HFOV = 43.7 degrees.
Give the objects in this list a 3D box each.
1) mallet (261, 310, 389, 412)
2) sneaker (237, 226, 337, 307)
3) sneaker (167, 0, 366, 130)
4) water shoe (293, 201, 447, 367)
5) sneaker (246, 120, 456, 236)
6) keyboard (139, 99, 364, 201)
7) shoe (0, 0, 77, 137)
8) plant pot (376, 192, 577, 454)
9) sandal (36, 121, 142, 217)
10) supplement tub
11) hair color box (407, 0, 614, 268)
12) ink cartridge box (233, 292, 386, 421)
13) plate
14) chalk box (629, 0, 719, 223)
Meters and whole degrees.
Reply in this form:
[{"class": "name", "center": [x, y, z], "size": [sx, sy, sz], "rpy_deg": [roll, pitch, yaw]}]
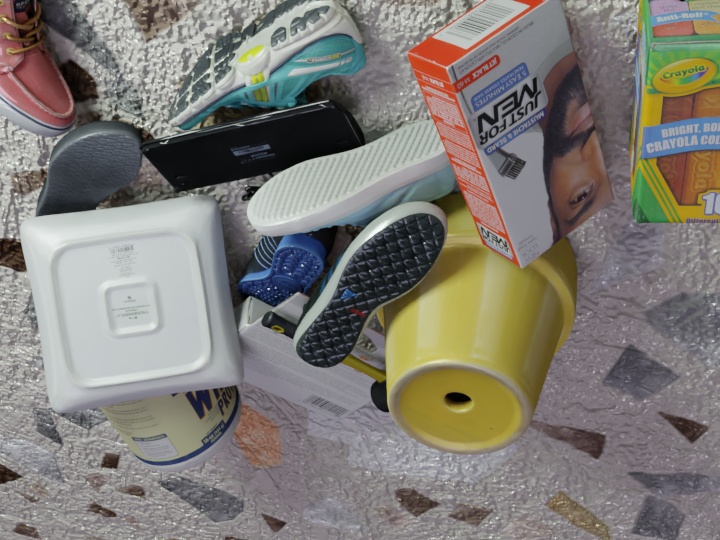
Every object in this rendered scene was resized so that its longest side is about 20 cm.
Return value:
[{"class": "mallet", "center": [-0.022, 0.095, 0.937], "size": [0.199, 0.041, 0.066], "rpy_deg": [25, 138, -22]}, {"class": "sneaker", "center": [-0.069, -0.019, 0.915], "size": [0.070, 0.078, 0.200], "rpy_deg": [26, 155, -14]}, {"class": "sneaker", "center": [-0.086, -0.163, 0.777], "size": [0.199, 0.078, 0.080], "rpy_deg": [-19, 134, 29]}, {"class": "water shoe", "center": [0.000, 0.000, 0.819], "size": [0.071, 0.079, 0.200], "rpy_deg": [31, 117, -22]}, {"class": "sneaker", "center": [0.000, -0.061, 0.806], "size": [0.199, 0.074, 0.082], "rpy_deg": [-19, 134, -4]}, {"class": "keyboard", "center": [-0.091, -0.105, 0.839], "size": [0.199, 0.021, 0.127], "rpy_deg": [-9, 149, 16]}, {"class": "shoe", "center": [-0.309, -0.211, 0.788], "size": [0.091, 0.072, 0.200], "rpy_deg": [-19, 121, 36]}, {"class": "plant pot", "center": [0.103, 0.060, 0.853], "size": [0.199, 0.189, 0.202], "rpy_deg": [7, 133, 8]}, {"class": "sandal", "center": [-0.277, -0.099, 0.891], "size": [0.076, 0.043, 0.200], "rpy_deg": [18, 149, -31]}, {"class": "supplement tub", "center": [-0.235, 0.117, 1.023], "size": [0.144, 0.145, 0.201], "rpy_deg": [-6, 131, 20]}, {"class": "hair color box", "center": [0.128, -0.115, 0.733], "size": [0.111, 0.064, 0.201], "rpy_deg": [-36, 127, -11]}, {"class": "ink cartridge box", "center": [-0.045, 0.085, 0.984], "size": [0.199, 0.045, 0.176], "rpy_deg": [29, 133, -32]}, {"class": "plate", "center": [-0.228, 0.035, 0.897], "size": [0.198, 0.032, 0.201], "rpy_deg": [-8, 97, -5]}, {"class": "chalk box", "center": [0.267, -0.149, 0.660], "size": [0.124, 0.124, 0.201], "rpy_deg": [1, 132, 14]}]
